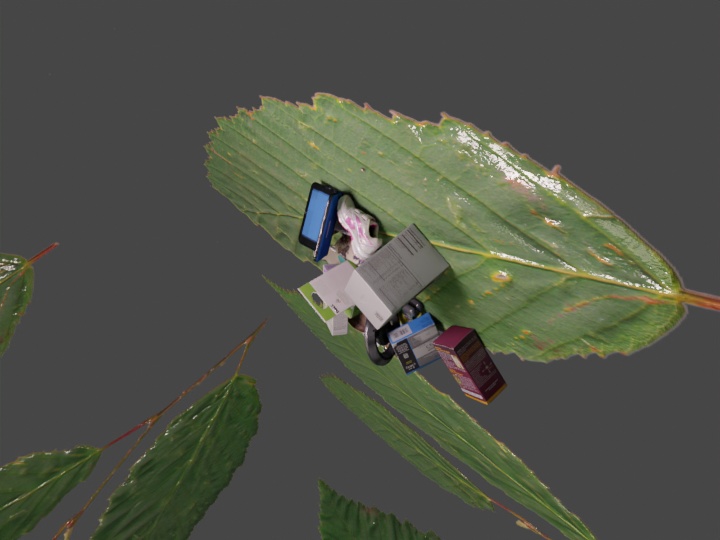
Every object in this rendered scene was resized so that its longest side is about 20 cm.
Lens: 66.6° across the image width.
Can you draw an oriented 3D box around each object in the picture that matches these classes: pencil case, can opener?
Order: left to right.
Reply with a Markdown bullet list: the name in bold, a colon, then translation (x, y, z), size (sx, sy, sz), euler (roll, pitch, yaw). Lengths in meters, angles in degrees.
- **pencil case**: translation (0.017, -0.046, 1.639), size (0.200, 0.089, 0.078), euler (30, 120, 39)
- **can opener**: translation (0.106, 0.067, 1.691), size (0.200, 0.053, 0.067), euler (33, 154, 42)

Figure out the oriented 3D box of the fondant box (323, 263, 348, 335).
- **fondant box**: translation (-0.084, 0.095, 1.836), size (0.144, 0.058, 0.201), euler (-126, 35, -62)

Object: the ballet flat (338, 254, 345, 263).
- **ballet flat**: translation (0.000, 0.000, 1.783), size (0.200, 0.072, 0.072), euler (53, 165, 36)

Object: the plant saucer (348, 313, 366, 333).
- **plant saucer**: translation (0.026, 0.107, 1.823), size (0.200, 0.034, 0.201), euler (1, 92, 38)

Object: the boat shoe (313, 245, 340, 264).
- **boat shoe**: translation (-0.092, -0.052, 1.971), size (0.063, 0.073, 0.200), euler (11, -175, -40)

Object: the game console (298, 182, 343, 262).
- **game console**: translation (-0.134, -0.146, 1.611), size (0.118, 0.201, 0.171), euler (17, -165, 7)

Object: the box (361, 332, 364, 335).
- **box**: translation (0.031, 0.164, 1.935), size (0.200, 0.117, 0.060), euler (50, 123, 8)

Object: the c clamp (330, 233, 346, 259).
- **c clamp**: translation (-0.083, -0.088, 1.795), size (0.200, 0.027, 0.172), euler (37, 129, 47)

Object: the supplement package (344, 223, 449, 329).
- **supplement package**: translation (0.088, 0.021, 1.416), size (0.147, 0.200, 0.191), euler (49, 162, 7)

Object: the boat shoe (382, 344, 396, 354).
- **boat shoe**: translation (0.090, 0.195, 1.840), size (0.200, 0.068, 0.075), euler (-112, 23, -47)

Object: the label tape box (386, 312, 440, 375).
- **label tape box**: translation (0.183, 0.245, 1.674), size (0.200, 0.144, 0.063), euler (64, 179, -34)

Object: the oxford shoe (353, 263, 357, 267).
- **oxford shoe**: translation (0.056, 0.011, 1.675), size (0.200, 0.075, 0.071), euler (41, 148, 33)

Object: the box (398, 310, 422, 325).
- **box**: translation (0.172, 0.184, 1.761), size (0.117, 0.048, 0.200), euler (29, 153, 52)

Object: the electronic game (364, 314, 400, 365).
- **electronic game**: translation (0.068, 0.188, 1.664), size (0.041, 0.200, 0.200), euler (0, 132, 32)

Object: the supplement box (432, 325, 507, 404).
- **supplement box**: translation (0.303, 0.259, 1.521), size (0.200, 0.086, 0.110), euler (57, 161, -14)

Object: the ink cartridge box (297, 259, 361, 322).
- **ink cartridge box**: translation (-0.070, 0.076, 1.651), size (0.148, 0.200, 0.076), euler (48, 151, 24)

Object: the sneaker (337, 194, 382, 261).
- **sneaker**: translation (0.004, -0.131, 1.546), size (0.081, 0.088, 0.201), euler (-1, -116, -62)

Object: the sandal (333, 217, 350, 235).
- **sandal**: translation (-0.063, -0.137, 1.679), size (0.206, 0.079, 0.059), euler (34, 154, 38)
